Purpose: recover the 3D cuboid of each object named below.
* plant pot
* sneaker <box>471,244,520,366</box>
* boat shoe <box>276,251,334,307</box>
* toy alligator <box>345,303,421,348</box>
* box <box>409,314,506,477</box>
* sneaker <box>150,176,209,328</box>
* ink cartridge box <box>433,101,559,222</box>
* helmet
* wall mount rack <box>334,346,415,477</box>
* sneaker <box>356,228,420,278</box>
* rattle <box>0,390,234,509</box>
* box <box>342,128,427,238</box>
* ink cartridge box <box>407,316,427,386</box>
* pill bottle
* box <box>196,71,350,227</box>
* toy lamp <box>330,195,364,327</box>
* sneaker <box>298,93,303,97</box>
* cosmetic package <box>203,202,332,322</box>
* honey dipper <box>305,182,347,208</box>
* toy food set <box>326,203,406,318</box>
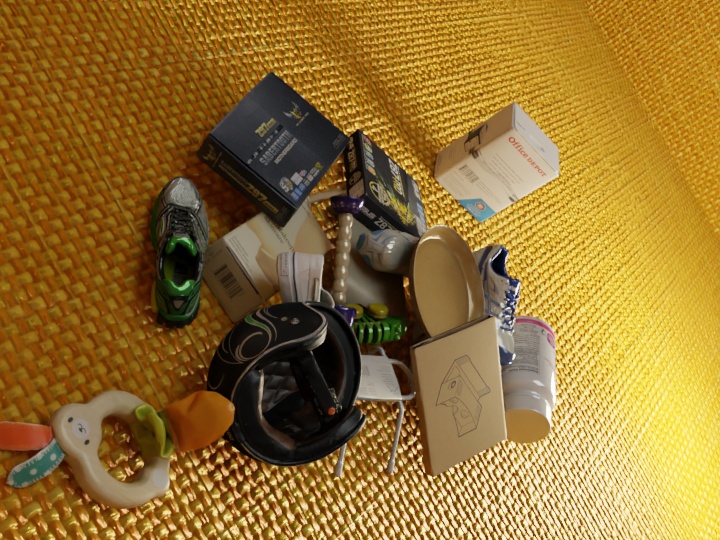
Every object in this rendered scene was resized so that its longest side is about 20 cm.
[{"bbox_3d":[0.129,0.032,1.492,0.198,0.027,0.205,21,63,-49],"label":"plant pot"},{"bbox_3d":[0.223,0.051,1.580,0.075,0.087,0.204,14,55,-50],"label":"sneaker"},{"bbox_3d":[-0.066,0.052,1.278,0.202,0.065,0.075,84,4,-55],"label":"boat shoe"},{"bbox_3d":[0.032,0.086,1.431,0.196,0.061,0.054,1,23,-25],"label":"toy alligator"},{"bbox_3d":[0.149,0.186,1.453,0.161,0.021,0.205,-19,109,-35],"label":"box"},{"bbox_3d":[-0.219,-0.035,1.206,0.076,0.086,0.204,4,57,-18],"label":"sneaker"},{"bbox_3d":[0.262,-0.205,1.870,0.146,0.198,0.087,40,38,-26],"label":"ink cartridge box"},{"bbox_3d":[-0.087,0.133,1.174,0.201,0.200,0.191,48,0,-15],"label":"helmet"},{"bbox_3d":[0.003,0.190,1.360,0.198,0.074,0.177,10,54,-48],"label":"wall mount rack"},{"bbox_3d":[0.062,-0.026,1.513,0.072,0.073,0.199,28,4,30],"label":"sneaker"},{"bbox_3d":[-0.250,0.170,0.992,0.199,0.141,0.133,28,62,-46],"label":"rattle"},{"bbox_3d":[0.041,-0.125,1.627,0.161,0.049,0.202,40,26,-30],"label":"box"},{"bbox_3d":[0.158,0.132,1.587,0.144,0.083,0.202,40,38,-27],"label":"ink cartridge box"},{"bbox_3d":[0.282,0.188,1.679,0.113,0.112,0.202,39,39,-26],"label":"pill bottle"},{"bbox_3d":[-0.118,-0.175,1.373,0.157,0.051,0.201,39,42,-4],"label":"box"},{"bbox_3d":[-0.028,-0.001,1.374,0.058,0.057,0.205,10,81,-48],"label":"toy lamp"},{"bbox_3d":[-0.127,-0.196,1.479,0.091,0.075,0.200,52,43,-6],"label":"sneaker"},{"bbox_3d":[-0.130,-0.023,1.343,0.106,0.071,0.200,55,34,-6],"label":"cosmetic package"},{"bbox_3d":[-0.065,-0.114,1.531,0.039,0.038,0.199,61,30,4],"label":"honey dipper"},{"bbox_3d":[0.000,0.000,1.517,0.143,0.060,0.202,35,33,-31],"label":"toy food set"}]
